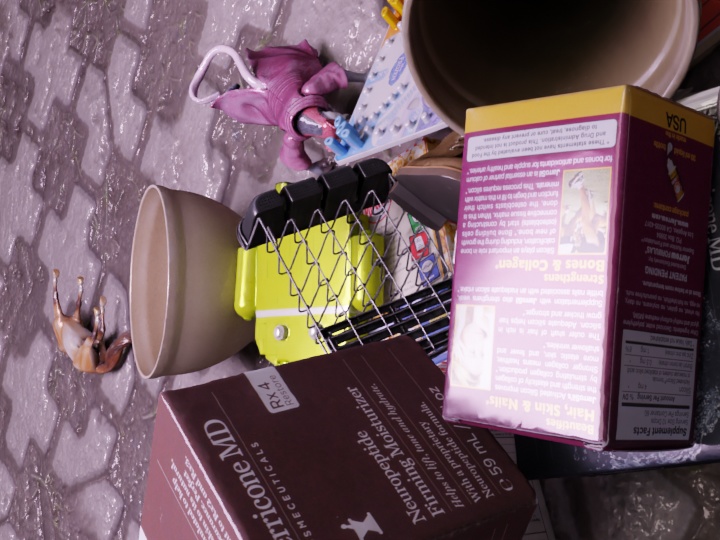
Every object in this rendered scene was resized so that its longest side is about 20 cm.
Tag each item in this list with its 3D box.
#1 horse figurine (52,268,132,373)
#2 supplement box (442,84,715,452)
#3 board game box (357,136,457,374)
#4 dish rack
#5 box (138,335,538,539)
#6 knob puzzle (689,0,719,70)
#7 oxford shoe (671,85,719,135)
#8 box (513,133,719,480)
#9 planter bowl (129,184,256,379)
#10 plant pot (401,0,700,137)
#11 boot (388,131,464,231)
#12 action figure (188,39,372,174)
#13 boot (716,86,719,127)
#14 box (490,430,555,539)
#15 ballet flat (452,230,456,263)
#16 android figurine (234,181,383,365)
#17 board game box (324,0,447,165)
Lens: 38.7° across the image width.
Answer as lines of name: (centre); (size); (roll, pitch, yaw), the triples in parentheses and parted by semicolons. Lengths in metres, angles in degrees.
horse figurine: (-0.383, 0.087, 1.423); (0.199, 0.049, 0.135); (30, 120, 40)
supplement box: (0.134, 0.001, 0.635); (0.130, 0.102, 0.205); (2, 85, 49)
board game box: (0.044, 0.002, 0.954); (0.150, 0.046, 0.204); (-29, 64, 43)
dish rack: (0.000, 0.000, 0.865); (0.202, 0.151, 0.055); (59, 155, 24)
box: (-0.022, 0.172, 0.679); (0.166, 0.197, 0.166); (50, 137, 39)
knob puzzle: (0.244, -0.258, 0.771); (0.217, 0.030, 0.225); (-9, 78, 48)
oxford shoe: (0.226, -0.105, 0.747); (0.198, 0.075, 0.059); (-22, 48, 45)
box: (0.206, 0.036, 0.715); (0.198, 0.116, 0.201); (-18, 72, 45)
planter bowl: (-0.165, 0.013, 1.107); (0.199, 0.132, 0.205); (-179, 90, -67)
plant pot: (0.135, -0.212, 0.735); (0.200, 0.198, 0.175); (-40, 25, 38)
boot: (0.071, -0.077, 0.773); (0.076, 0.073, 0.200); (-53, 9, -2)
action figure: (-0.068, -0.180, 1.040); (0.136, 0.147, 0.200); (-63, 32, 13)
boot: (0.324, -0.131, 0.600); (0.200, 0.073, 0.151); (-43, 53, -3)
box: (0.073, 0.201, 0.835); (0.108, 0.126, 0.204); (-34, 60, 41)
ballet flat: (0.128, -0.087, 0.851); (0.202, 0.071, 0.072); (-56, 48, 17)
android figurine: (-0.049, 0.013, 0.981); (0.179, 0.041, 0.205); (-2, 82, 38)
board game box: (0.066, -0.200, 0.901); (0.198, 0.026, 0.203); (-14, 47, 48)
